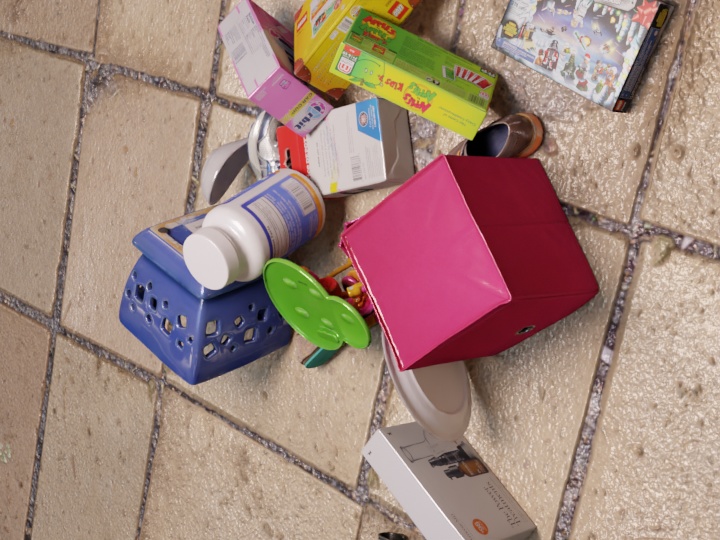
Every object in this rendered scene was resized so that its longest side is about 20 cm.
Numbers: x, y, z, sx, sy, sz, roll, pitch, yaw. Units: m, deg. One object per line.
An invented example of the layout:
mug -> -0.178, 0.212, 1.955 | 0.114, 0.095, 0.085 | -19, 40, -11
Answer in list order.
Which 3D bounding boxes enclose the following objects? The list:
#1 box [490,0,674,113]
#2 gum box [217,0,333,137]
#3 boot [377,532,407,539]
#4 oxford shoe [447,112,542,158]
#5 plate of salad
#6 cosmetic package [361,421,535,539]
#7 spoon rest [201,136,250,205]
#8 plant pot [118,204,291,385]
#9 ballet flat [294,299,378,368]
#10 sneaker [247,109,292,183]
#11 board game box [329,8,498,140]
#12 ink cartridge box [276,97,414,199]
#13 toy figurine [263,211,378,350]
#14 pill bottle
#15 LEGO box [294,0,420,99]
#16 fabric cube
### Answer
box -> 0.264, -0.294, 1.445 | 0.200, 0.040, 0.138 | 36, 114, 34
gum box -> -0.124, -0.294, 1.695 | 0.066, 0.113, 0.201 | -42, 44, 18
boot -> 0.081, 0.455, 1.646 | 0.199, 0.068, 0.131 | 27, 105, 36
oxford shoe -> 0.139, -0.144, 1.543 | 0.200, 0.073, 0.072 | -37, 70, 37
plate of salad -> 0.079, 0.126, 1.530 | 0.048, 0.200, 0.201 | -24, 77, 28
cosmetic package -> 0.114, 0.284, 1.544 | 0.200, 0.150, 0.052 | 50, 123, 26
spoon rest -> -0.182, -0.187, 1.793 | 0.060, 0.099, 0.201 | 23, 76, 6
plant pot -> -0.225, 0.022, 1.769 | 0.200, 0.199, 0.181 | 35, 131, 33
ballet flat -> -0.031, 0.070, 1.716 | 0.200, 0.068, 0.068 | -37, 63, 35
sneaker -> -0.115, -0.146, 1.777 | 0.085, 0.077, 0.201 | 16, 113, 35
board game box -> 0.069, -0.249, 1.509 | 0.199, 0.102, 0.048 | 25, 129, -3
ink cartridge box -> -0.024, -0.167, 1.690 | 0.199, 0.067, 0.117 | -8, 87, 42
toy figurine -> 0.000, 0.000, 1.608 | 0.199, 0.184, 0.151 | 19, 141, 44
pill bottle -> -0.148, -0.054, 1.645 | 0.112, 0.200, 0.113 | 22, 130, 29
LEGO box -> -0.006, -0.357, 1.612 | 0.200, 0.077, 0.149 | -46, 31, 34
fabric cube -> 0.136, -0.010, 1.473 | 0.196, 0.199, 0.201 | -35, 70, 36
